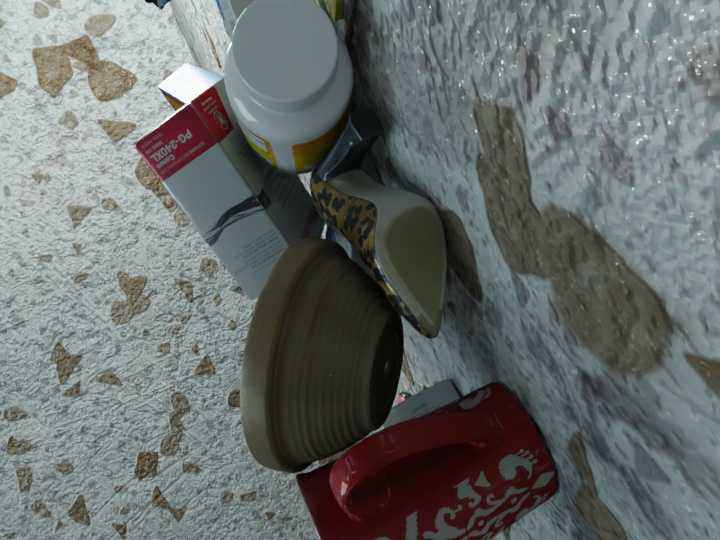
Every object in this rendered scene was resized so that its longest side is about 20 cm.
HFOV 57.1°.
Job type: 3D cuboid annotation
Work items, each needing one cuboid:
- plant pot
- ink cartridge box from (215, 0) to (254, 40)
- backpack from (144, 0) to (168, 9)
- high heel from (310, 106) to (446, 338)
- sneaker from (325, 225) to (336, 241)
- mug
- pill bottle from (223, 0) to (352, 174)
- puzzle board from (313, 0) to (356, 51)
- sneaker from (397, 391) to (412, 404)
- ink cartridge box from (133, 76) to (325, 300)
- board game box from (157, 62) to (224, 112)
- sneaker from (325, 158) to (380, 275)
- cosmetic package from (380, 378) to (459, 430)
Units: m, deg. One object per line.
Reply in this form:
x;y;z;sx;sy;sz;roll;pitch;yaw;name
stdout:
-0.018;0.079;0.577;0.200;0.090;0.207;9;-90;-72;plant pot
-0.102;-0.244;0.776;0.116;0.067;0.204;-133;21;-65;ink cartridge box
-0.306;-0.520;0.976;0.180;0.148;0.200;60;177;12;backpack
0.012;-0.023;0.595;0.143;0.070;0.204;-45;61;62;high heel
0.000;0.000;0.830;0.074;0.080;0.205;66;-164;-71;sneaker
0.060;0.187;0.552;0.136;0.196;0.178;62;169;13;mug
-0.062;-0.160;0.588;0.200;0.109;0.113;135;110;-85;pill bottle
-0.053;-0.294;0.548;0.151;0.017;0.204;120;126;-78;puzzle board
0.088;0.278;0.955;0.204;0.085;0.074;66;169;1;sneaker
-0.130;-0.091;0.717;0.202;0.082;0.146;56;-162;-19;ink cartridge box
-0.173;-0.171;0.895;0.199;0.056;0.197;37;164;54;board game box
-0.002;-0.039;0.749;0.116;0.072;0.205;-133;30;-66;sneaker
0.084;0.223;0.812;0.075;0.100;0.202;59;167;32;cosmetic package
